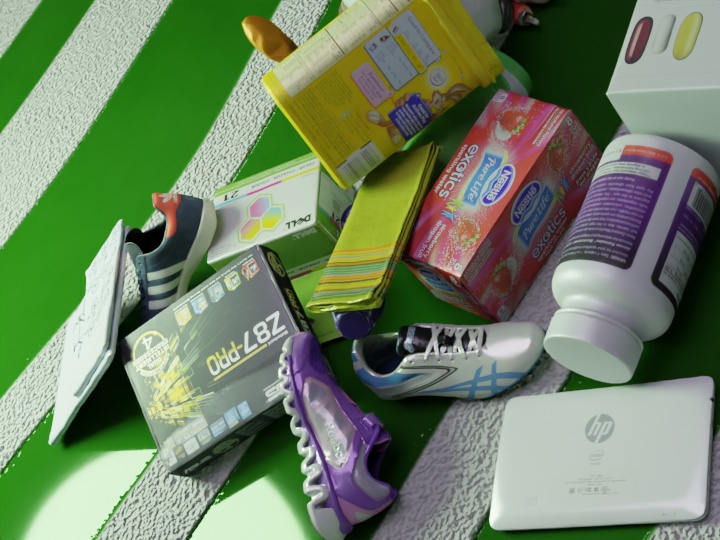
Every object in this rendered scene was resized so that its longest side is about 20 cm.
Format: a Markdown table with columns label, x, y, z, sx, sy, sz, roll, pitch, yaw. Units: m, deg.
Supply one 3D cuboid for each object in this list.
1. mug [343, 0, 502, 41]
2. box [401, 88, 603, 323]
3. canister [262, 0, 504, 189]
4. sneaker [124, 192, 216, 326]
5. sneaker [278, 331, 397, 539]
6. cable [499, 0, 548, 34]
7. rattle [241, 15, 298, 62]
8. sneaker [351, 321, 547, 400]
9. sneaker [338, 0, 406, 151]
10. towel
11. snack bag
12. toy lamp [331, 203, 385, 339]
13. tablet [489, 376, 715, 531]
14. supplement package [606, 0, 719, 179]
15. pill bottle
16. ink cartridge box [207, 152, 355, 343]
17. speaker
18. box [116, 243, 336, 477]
| label | x | y | z | sx | sy | sz | roll | pitch | yaw |
| --- | --- | --- | --- | --- | --- | --- | --- | --- | --- |
| mug | 0.068 | -0.302 | 1.539 | 0.147 | 0.176 | 0.200 | -38 | -1 | 13 |
| box | 0.136 | -0.063 | 1.388 | 0.099 | 0.095 | 0.201 | 24 | 75 | 44 |
| canister | 0.020 | -0.195 | 1.411 | 0.199 | 0.149 | 0.087 | -38 | 20 | 3 |
| sneaker | -0.229 | 0.002 | 1.582 | 0.075 | 0.084 | 0.202 | -116 | 46 | -63 |
| sneaker | -0.018 | 0.149 | 1.346 | 0.088 | 0.080 | 0.202 | -21 | 69 | 11 |
| cable | 0.150 | -0.316 | 1.628 | 0.200 | 0.050 | 0.098 | 30 | 96 | 59 |
| rattle | -0.010 | -0.272 | 1.635 | 0.198 | 0.144 | 0.131 | -7 | 36 | 41 |
| sneaker | 0.080 | 0.079 | 1.342 | 0.198 | 0.073 | 0.073 | -11 | 51 | 30 |
| sneaker | 0.013 | -0.206 | 1.569 | 0.075 | 0.070 | 0.201 | -38 | 67 | 28 |
| towel | 0.013 | -0.043 | 1.383 | 0.085 | 0.018 | 0.201 | -6 | 47 | 36 |
| snack bag | -0.309 | 0.071 | 1.619 | 0.200 | 0.021 | 0.190 | -51 | 30 | 42 |
| toy lamp | 0.000 | 0.000 | 1.431 | 0.058 | 0.058 | 0.201 | -26 | 27 | 19 |
| tablet | 0.205 | 0.157 | 1.228 | 0.198 | 0.014 | 0.131 | -10 | 53 | 32 |
| supplement package | 0.344 | -0.156 | 1.252 | 0.198 | 0.156 | 0.112 | 2 | 60 | 38 |
| pill bottle | 0.234 | -0.008 | 1.259 | 0.111 | 0.111 | 0.202 | 7 | 63 | 41 |
| ink cartridge box | -0.087 | -0.011 | 1.536 | 0.147 | 0.076 | 0.202 | -19 | 47 | 26 |
| speaker | 0.097 | -0.130 | 1.478 | 0.088 | 0.088 | 0.201 | 22 | 73 | 45 |
| box | -0.142 | 0.094 | 1.480 | 0.199 | 0.049 | 0.162 | -33 | 67 | 16 |
